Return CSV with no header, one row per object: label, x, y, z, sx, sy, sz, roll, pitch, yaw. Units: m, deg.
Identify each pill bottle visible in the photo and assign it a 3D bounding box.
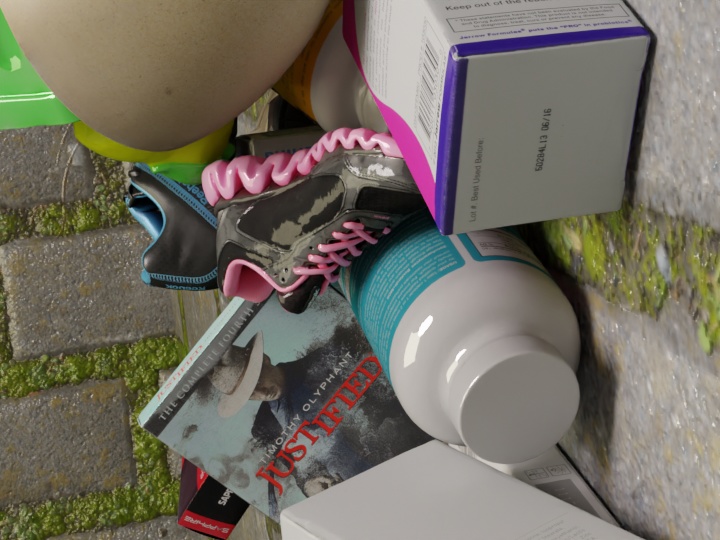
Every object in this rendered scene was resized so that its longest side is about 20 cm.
pill bottle,0.058,0.026,0.922,0.200,0.109,0.112,-118,23,-58
pill bottle,-0.019,-0.154,1.012,0.200,0.109,0.110,40,143,34

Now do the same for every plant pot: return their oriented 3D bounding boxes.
plant pot,-0.085,-0.181,0.868,0.133,0.199,0.203,-17,78,34

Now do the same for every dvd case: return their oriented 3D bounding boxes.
dvd case,-0.024,0.097,1.035,0.200,0.146,0.022,40,-177,-23

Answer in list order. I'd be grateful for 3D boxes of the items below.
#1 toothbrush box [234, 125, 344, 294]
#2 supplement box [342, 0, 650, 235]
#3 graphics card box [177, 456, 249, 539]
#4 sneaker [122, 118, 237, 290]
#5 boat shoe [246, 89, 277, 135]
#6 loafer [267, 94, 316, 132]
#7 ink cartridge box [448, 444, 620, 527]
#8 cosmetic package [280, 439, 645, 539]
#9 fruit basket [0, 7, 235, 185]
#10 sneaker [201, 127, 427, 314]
toothbrush box,0.000,0.000,1.086,0.085,0.144,0.203,-160,63,-74
supplement box,0.061,-0.121,0.831,0.201,0.102,0.102,-115,22,-49
graphics card box,-0.085,0.103,1.271,0.201,0.050,0.126,-55,23,35
sneaker,-0.118,-0.077,1.050,0.074,0.081,0.202,99,160,-55
boat shoe,-0.060,-0.078,1.275,0.075,0.068,0.201,66,-146,-40
loafer,-0.036,-0.031,1.157,0.063,0.071,0.203,-6,104,51
ink cartridge box,0.101,0.188,0.982,0.200,0.044,0.179,-125,30,-64
cosmetic package,0.068,0.226,0.835,0.199,0.122,0.202,20,121,45
fruit basket,-0.167,-0.137,0.964,0.215,0.153,0.219,-1,-90,-67
sneaker,-0.019,-0.024,0.917,0.199,0.078,0.097,-11,71,49
